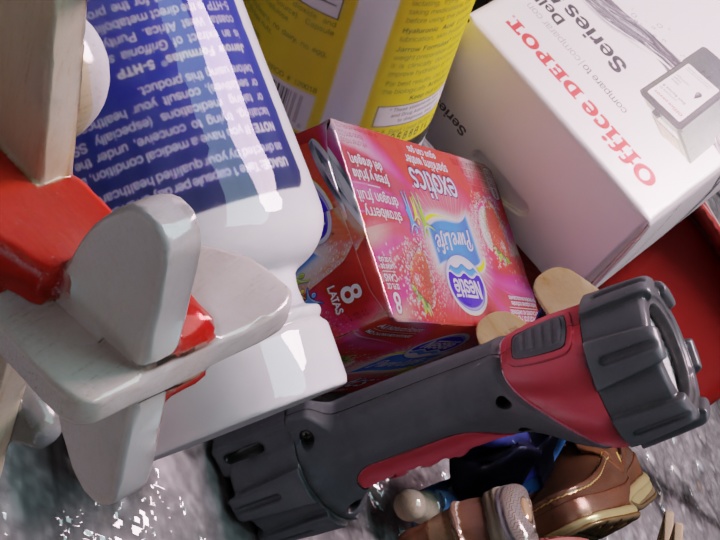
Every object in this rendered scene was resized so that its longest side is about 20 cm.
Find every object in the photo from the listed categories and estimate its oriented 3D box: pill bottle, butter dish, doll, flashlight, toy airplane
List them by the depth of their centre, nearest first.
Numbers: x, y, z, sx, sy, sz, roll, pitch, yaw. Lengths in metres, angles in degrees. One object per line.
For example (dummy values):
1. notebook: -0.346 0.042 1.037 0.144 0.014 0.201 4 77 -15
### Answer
1. toy airplane: -0.104 -0.032 0.482 0.200 0.199 0.141 61 35 -18
2. pill bottle: -0.081 -0.036 0.645 0.120 0.119 0.201 -10 78 -67
3. flashlight: 0.042 0.065 0.721 0.068 0.199 0.068 7 62 -65
4. pill bottle: 0.006 -0.152 0.828 0.111 0.201 0.112 12 40 -10
5. doll: 0.072 0.085 0.870 0.048 0.136 0.200 43 -28 24
6. butter dish: 0.153 0.026 1.107 0.200 0.148 0.200 50 -14 -34

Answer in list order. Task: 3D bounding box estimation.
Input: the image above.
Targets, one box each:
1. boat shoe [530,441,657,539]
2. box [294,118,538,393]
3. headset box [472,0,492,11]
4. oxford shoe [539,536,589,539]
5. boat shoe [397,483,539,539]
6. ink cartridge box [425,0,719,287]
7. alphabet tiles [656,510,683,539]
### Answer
1. boat shoe: 0.127 0.129 1.037 0.068 0.072 0.200 64 16 7
2. box: 0.000 0.000 0.822 0.200 0.099 0.096 8 62 -65
3. headset box: 0.058 -0.193 1.068 0.200 0.077 0.149 -114 179 -47
4. oxford shoe: 0.102 0.187 0.920 0.200 0.070 0.075 27 50 -56
5. boat shoe: 0.059 0.187 0.821 0.076 0.071 0.201 -99 177 -61
6. ink cartridge box: 0.145 -0.098 0.948 0.146 0.084 0.200 49 51 8
7. alphabet tiles: 0.145 0.231 0.894 0.167 0.006 0.201 -77 174 -46
